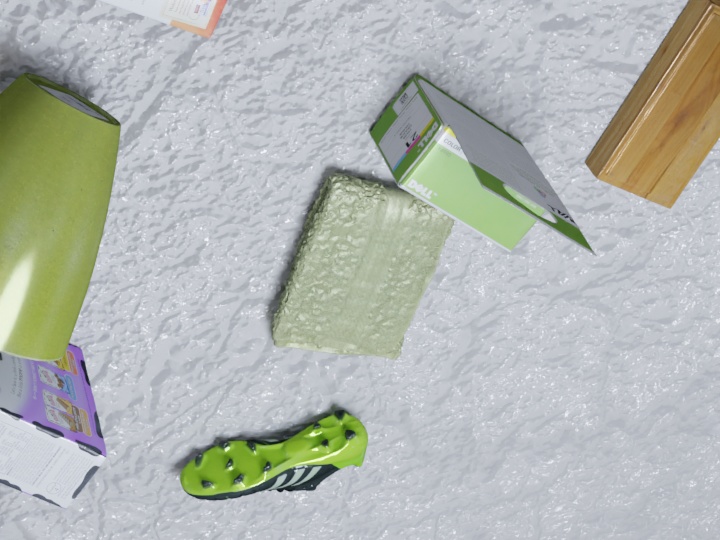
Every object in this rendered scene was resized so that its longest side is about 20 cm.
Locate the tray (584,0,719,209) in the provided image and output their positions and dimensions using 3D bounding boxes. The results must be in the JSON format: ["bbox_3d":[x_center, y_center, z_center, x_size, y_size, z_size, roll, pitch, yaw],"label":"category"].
[{"bbox_3d":[0.313,-0.162,1.577,0.098,0.037,0.201,18,115,-28],"label":"tray"}]

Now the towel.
[{"bbox_3d":[0.000,0.000,1.586,0.147,0.037,0.201,8,121,-22],"label":"towel"}]

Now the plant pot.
[{"bbox_3d":[-0.289,-0.058,1.382,0.186,0.187,0.201,25,98,-30],"label":"plant pot"}]

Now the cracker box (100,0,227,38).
[{"bbox_3d":[-0.188,-0.286,1.315,0.199,0.058,0.135,16,116,-28],"label":"cracker box"}]

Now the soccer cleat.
[{"bbox_3d":[-0.086,0.205,1.684,0.198,0.068,0.081,-15,139,-8],"label":"soccer cleat"}]

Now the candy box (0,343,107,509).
[{"bbox_3d":[-0.339,0.105,1.465,0.199,0.168,0.072,29,110,-31],"label":"candy box"}]

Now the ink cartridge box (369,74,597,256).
[{"bbox_3d":[0.107,-0.072,1.468,0.147,0.200,0.076,29,111,-31],"label":"ink cartridge box"}]
